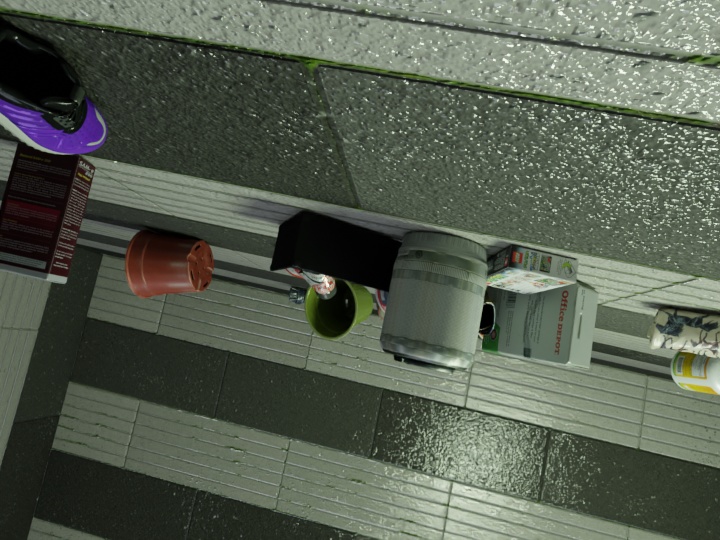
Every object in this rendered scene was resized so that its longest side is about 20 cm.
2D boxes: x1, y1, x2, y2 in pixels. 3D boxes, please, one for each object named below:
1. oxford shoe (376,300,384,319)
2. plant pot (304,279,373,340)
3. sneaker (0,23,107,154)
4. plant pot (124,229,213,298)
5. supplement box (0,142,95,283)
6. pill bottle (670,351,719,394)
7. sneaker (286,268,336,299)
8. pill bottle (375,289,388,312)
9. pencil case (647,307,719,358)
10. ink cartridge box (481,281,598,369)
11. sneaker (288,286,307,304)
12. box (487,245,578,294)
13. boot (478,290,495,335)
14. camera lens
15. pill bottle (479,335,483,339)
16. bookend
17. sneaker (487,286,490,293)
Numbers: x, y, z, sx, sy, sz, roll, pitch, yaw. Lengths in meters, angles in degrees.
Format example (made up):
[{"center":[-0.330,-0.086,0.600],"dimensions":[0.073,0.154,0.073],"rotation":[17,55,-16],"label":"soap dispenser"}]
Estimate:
[{"center":[0.134,0.096,1.349],"dimensions":[0.194,0.072,0.075],"rotation":[12,-161,-14],"label":"oxford shoe"},{"center":[-0.050,0.109,1.689],"dimensions":[0.195,0.207,0.188],"rotation":[8,-176,28],"label":"plant pot"},{"center":[-0.294,-0.161,0.493],"dimensions":[0.096,0.072,0.200],"rotation":[8,172,14],"label":"sneaker"},{"center":[-0.554,-0.017,1.554],"dimensions":[0.189,0.208,0.201],"rotation":[2,170,13],"label":"plant pot"},{"center":[-0.520,-0.092,0.854],"dimensions":[0.105,0.206,0.061],"rotation":[12,174,0],"label":"supplement box"},{"center":[0.914,0.261,1.346],"dimensions":[0.108,0.115,0.200],"rotation":[13,172,-6],"label":"pill bottle"},{"center":[-0.132,-0.025,1.249],"dimensions":[0.200,0.067,0.110],"rotation":[38,153,38],"label":"sneaker"},{"center":[0.123,0.040,1.051],"dimensions":[0.117,0.123,0.199],"rotation":[16,171,-26],"label":"pill bottle"},{"center":[0.627,0.119,0.940],"dimensions":[0.195,0.080,0.090],"rotation":[7,156,33],"label":"pencil case"},{"center":[0.341,0.098,1.004],"dimensions":[0.081,0.151,0.198],"rotation":[15,173,-35],"label":"ink cartridge box"},{"center":[-0.252,0.122,2.399],"dimensions":[0.142,0.079,0.201],"rotation":[13,174,-23],"label":"sneaker"},{"center":[0.267,0.004,0.871],"dimensions":[0.107,0.036,0.200],"rotation":[13,172,-1],"label":"box"},{"center":[0.214,0.113,1.046],"dimensions":[0.072,0.205,0.098],"rotation":[1,-153,-12],"label":"boot"},{"center":[0.121,0.056,0.858],"dimensions":[0.155,0.206,0.160],"rotation":[11,173,2],"label":"camera lens"},{"center":[0.370,0.118,1.222],"dimensions":[0.112,0.118,0.198],"rotation":[16,172,-28],"label":"pill bottle"},{"center":[-0.050,-0.025,0.972],"dimensions":[0.194,0.095,0.199],"rotation":[15,173,-21],"label":"bookend"},{"center":[0.232,0.099,1.144],"dimensions":[0.194,0.087,0.075],"rotation":[-9,-153,-13],"label":"sneaker"}]
